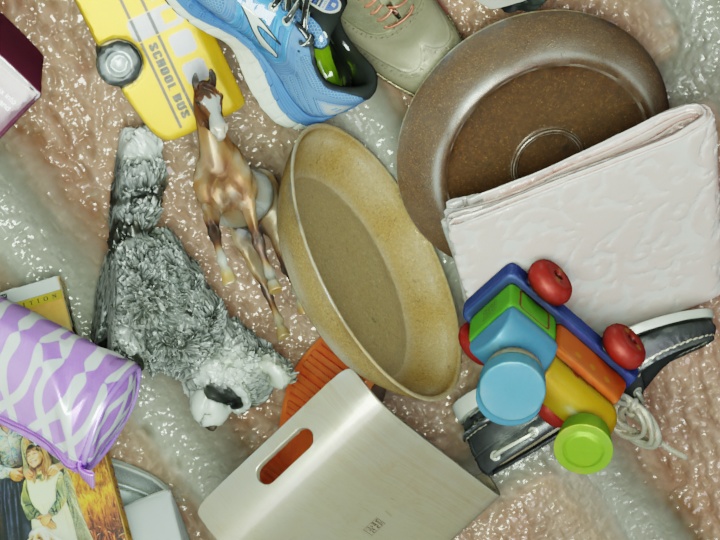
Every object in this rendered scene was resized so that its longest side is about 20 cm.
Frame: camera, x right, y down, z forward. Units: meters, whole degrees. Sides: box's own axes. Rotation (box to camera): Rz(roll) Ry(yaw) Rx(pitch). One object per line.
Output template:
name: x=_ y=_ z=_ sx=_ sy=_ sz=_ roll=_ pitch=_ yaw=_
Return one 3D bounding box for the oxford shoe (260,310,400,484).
oxford shoe: x=-0.016 y=0.115 z=1.294 sx=0.073 sy=0.071 sz=0.200 roll=21 pitch=103 yaw=-40

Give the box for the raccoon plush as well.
raccoon plush: x=-0.105 y=0.009 z=1.229 sx=0.134 sy=0.097 sz=0.200 roll=5 pitch=106 yaw=-18

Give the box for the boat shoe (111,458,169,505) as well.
boat shoe: x=-0.231 y=0.167 z=1.266 sx=0.201 sy=0.065 sz=0.075 roll=11 pitch=105 yaw=-12

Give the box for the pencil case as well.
pencil case: x=-0.241 y=0.059 z=1.165 sx=0.200 sy=0.086 sz=0.084 roll=22 pitch=147 yaw=9

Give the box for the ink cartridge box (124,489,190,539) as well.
ink cartridge box: x=-0.127 y=0.286 z=1.225 sx=0.084 sy=0.200 sz=0.176 roll=-19 pitch=130 yaw=-4

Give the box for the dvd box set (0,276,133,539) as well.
dvd box set: x=-0.245 y=0.118 z=1.212 sx=0.146 sy=0.029 sz=0.200 roll=-16 pitch=74 yaw=-3

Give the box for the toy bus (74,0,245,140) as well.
toy bus: x=-0.152 y=-0.184 z=1.172 sx=0.078 sy=0.065 sz=0.200 roll=-25 pitch=109 yaw=0

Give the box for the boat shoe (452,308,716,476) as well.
boat shoe: x=0.166 y=0.086 z=1.289 sx=0.200 sy=0.074 sz=0.060 roll=-22 pitch=73 yaw=1

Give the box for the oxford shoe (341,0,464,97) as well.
oxford shoe: x=0.006 y=-0.179 z=1.193 sx=0.200 sy=0.075 sz=0.070 roll=43 pitch=94 yaw=-19

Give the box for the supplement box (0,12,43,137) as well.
supplement box: x=-0.304 y=-0.088 z=1.146 sx=0.103 sy=0.131 sz=0.200 roll=42 pitch=98 yaw=-18

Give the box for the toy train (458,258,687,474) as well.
toy train: x=0.152 y=0.094 z=1.189 sx=0.200 sy=0.116 sz=0.085 roll=40 pitch=116 yaw=-15

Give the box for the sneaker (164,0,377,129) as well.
sneaker: x=-0.055 y=-0.175 z=1.149 sx=0.089 sy=0.079 sz=0.200 roll=-9 pitch=138 yaw=39

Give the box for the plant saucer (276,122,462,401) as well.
plant saucer: x=0.000 y=0.000 z=1.194 sx=0.035 sy=0.200 sz=0.200 roll=-27 pitch=110 yaw=23

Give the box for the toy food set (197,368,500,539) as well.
toy food set: x=-0.005 y=0.158 z=1.250 sx=0.143 sy=0.060 sz=0.200 roll=-43 pitch=137 yaw=6

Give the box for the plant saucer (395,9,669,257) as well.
plant saucer: x=0.124 y=-0.080 z=1.238 sx=0.200 sy=0.035 sz=0.201 roll=-7 pitch=120 yaw=-12

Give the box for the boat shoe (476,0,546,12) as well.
boat shoe: x=0.055 y=-0.258 z=1.164 sx=0.200 sy=0.075 sz=0.093 roll=37 pitch=63 yaw=-31

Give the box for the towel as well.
towel: x=0.158 y=-0.015 z=1.239 sx=0.191 sy=0.032 sz=0.200 roll=-21 pitch=143 yaw=-2

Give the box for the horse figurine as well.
horse figurine: x=-0.071 y=-0.033 z=1.190 sx=0.050 sy=0.200 sz=0.133 roll=-21 pitch=69 yaw=9
